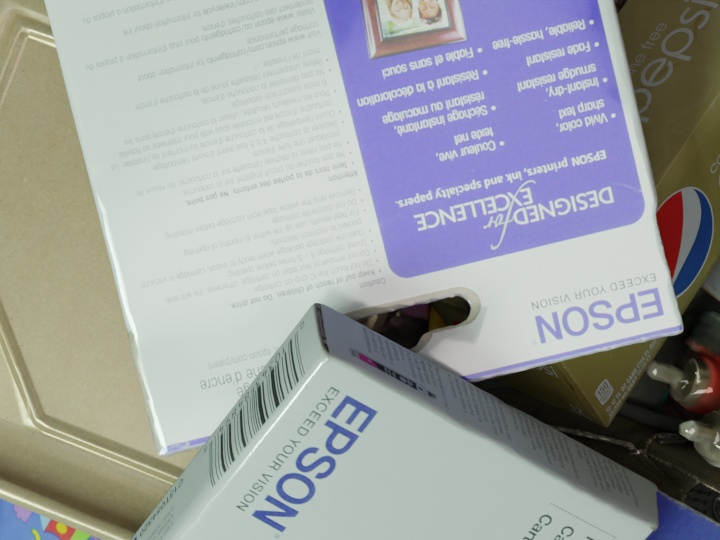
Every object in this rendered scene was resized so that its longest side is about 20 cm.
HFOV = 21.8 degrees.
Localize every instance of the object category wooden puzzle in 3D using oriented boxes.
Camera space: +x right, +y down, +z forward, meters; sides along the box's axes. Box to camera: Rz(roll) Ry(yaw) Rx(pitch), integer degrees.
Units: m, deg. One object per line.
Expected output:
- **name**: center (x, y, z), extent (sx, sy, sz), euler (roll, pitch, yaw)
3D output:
- **wooden puzzle**: center (-0.082, 0.000, 0.720), extent (0.185, 0.037, 0.200), euler (22, 87, 1)

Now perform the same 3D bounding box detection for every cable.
- **cable**: center (0.193, 0.077, 0.772), extent (0.200, 0.097, 0.050), euler (30, 103, -38)

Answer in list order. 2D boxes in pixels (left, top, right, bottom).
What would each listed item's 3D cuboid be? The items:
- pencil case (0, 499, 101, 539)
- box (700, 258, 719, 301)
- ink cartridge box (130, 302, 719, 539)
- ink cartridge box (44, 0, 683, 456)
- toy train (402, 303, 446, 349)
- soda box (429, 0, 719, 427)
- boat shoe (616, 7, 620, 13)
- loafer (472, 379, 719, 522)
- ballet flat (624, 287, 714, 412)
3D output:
- **pencil case**: center (-0.131, 0.120, 0.801), extent (0.087, 0.078, 0.200), euler (23, 116, -12)
- **box**: center (0.257, 0.032, 0.765), extent (0.200, 0.124, 0.098), euler (31, 98, -29)
- **ink cartridge box**: center (0.011, 0.134, 0.688), extent (0.200, 0.043, 0.196), euler (29, 113, -20)
- **ink cartridge box**: center (-0.002, -0.053, 0.672), extent (0.198, 0.043, 0.201), euler (-13, 93, 5)
- **toy train**: center (0.000, 0.000, 0.785), extent (0.150, 0.056, 0.200), euler (-16, 105, 23)
- **soda box**: center (0.114, -0.043, 0.734), extent (0.200, 0.068, 0.064), euler (-54, 136, -15)
- **boat shoe**: center (0.049, -0.111, 0.770), extent (0.200, 0.065, 0.071), euler (38, 101, -13)
- **loafer**: center (0.105, 0.094, 0.765), extent (0.199, 0.070, 0.075), euler (6, 113, -5)
- **ballet flat**: center (0.121, 0.002, 0.806), extent (0.064, 0.067, 0.200), euler (31, 98, -35)
